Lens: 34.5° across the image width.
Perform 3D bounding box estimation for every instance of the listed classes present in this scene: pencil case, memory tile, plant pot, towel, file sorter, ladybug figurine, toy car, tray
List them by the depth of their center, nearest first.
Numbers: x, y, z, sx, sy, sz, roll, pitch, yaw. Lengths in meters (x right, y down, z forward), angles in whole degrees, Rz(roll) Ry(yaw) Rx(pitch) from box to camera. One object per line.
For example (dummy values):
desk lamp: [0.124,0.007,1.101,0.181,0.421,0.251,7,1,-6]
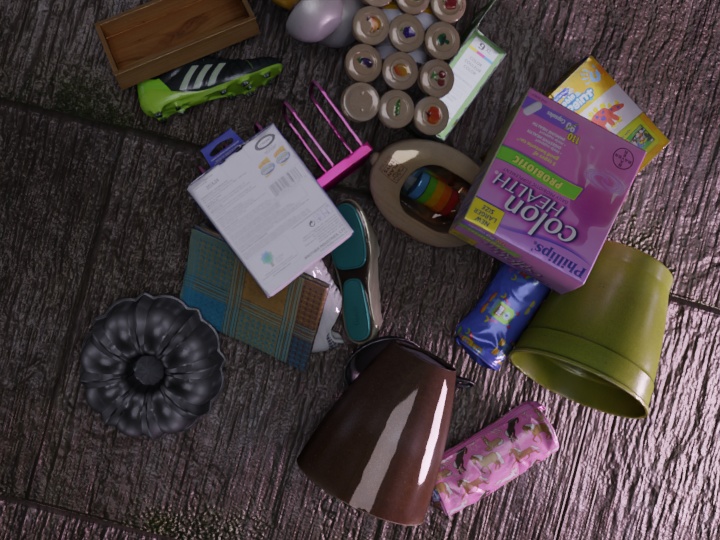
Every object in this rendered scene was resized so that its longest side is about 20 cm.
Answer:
memory tile: [0.056,-0.282,1.496,0.153,0.017,0.201,9,89,-18]
toy car: [-0.059,-0.394,1.504,0.175,0.200,0.150,48,109,11]
plant pot: [0.042,0.200,1.523,0.186,0.187,0.201,25,96,-6]
towel: [-0.144,0.036,1.536,0.199,0.022,0.147,24,124,11]
file sorter: [-0.103,-0.142,1.541,0.200,0.139,0.126,-37,91,-4]
tray: [-0.245,-0.323,1.551,0.199,0.037,0.099,-23,61,-6]
ladybug figurine: [0.093,-0.112,1.576,0.200,0.072,0.136,32,104,-24]
plant pot: [0.330,0.070,1.577,0.200,0.200,0.193,27,76,-6]
pencil case: [0.207,0.038,1.605,0.087,0.078,0.200,33,88,0]
pencil case: [0.178,0.259,1.606,0.200,0.087,0.083,-29,63,-5]

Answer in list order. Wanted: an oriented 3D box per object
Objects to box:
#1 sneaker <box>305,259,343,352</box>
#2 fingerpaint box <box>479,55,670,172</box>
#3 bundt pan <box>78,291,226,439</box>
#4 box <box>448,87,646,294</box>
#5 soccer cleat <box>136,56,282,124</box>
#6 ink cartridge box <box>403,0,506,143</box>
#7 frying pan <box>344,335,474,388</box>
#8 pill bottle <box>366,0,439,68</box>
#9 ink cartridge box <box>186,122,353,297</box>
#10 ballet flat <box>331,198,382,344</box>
sneaker: [-0.067,0.019,1.563,0.080,0.076,0.201,-6,118,-6]
fingerpaint box: [0.296,-0.168,1.614,0.200,0.073,0.167,-45,95,-3]
bundt pan: [-0.283,0.134,1.540,0.201,0.076,0.203,0,98,2]
box: [0.241,-0.102,1.507,0.176,0.097,0.200,29,79,-3]
soccer cleat: [-0.206,-0.265,1.566,0.199,0.068,0.081,-18,80,-5]
ink cartridge box: [0.139,-0.267,1.580,0.059,0.104,0.200,35,87,-6]
frying pan: [0.069,0.125,1.593,0.189,0.031,0.115,-7,133,-11]
pill bottle: [0.061,-0.379,1.570,0.104,0.104,0.201,5,90,-6]
ink cartridge box: [-0.119,-0.085,1.430,0.136,0.076,0.200,-37,91,-5]
ballet flat: [0.000,0.000,1.590,0.069,0.069,0.201,-4,97,-6]
